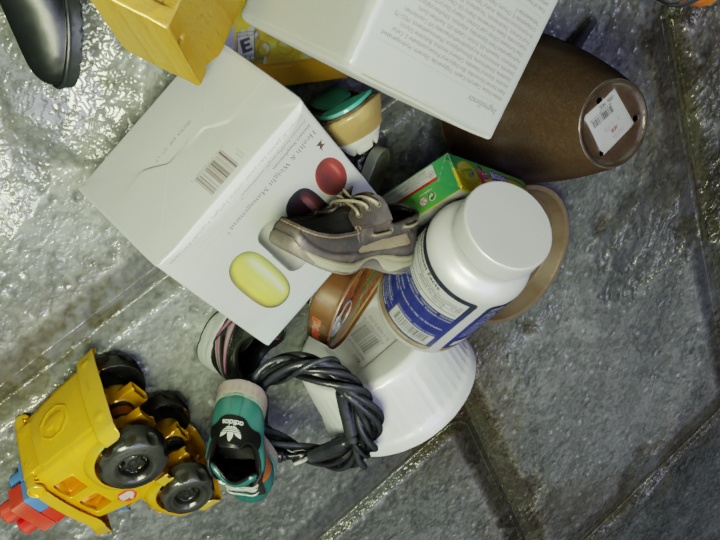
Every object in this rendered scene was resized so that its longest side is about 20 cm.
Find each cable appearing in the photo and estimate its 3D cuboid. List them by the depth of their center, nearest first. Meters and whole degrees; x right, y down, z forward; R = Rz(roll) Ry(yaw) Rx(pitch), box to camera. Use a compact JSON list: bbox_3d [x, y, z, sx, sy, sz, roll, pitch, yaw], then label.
[{"bbox_3d":[-0.054,0.159,1.062,0.201,0.162,0.051,112,0,-47],"label":"cable"}]

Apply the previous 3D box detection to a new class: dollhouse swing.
[{"bbox_3d":[-0.186,-0.296,0.815,0.182,0.175,0.201,79,32,-80],"label":"dollhouse swing"}]

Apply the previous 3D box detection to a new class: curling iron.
[{"bbox_3d":[0.230,-0.240,1.228,0.200,0.026,0.050,-47,130,-7],"label":"curling iron"}]

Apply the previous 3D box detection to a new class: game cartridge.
[{"bbox_3d":[-0.083,-0.280,0.967,0.175,0.032,0.201,-15,123,-31],"label":"game cartridge"}]

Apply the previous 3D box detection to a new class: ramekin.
[{"bbox_3d":[0.026,0.107,1.153,0.200,0.200,0.098,-40,125,-12],"label":"ramekin"}]

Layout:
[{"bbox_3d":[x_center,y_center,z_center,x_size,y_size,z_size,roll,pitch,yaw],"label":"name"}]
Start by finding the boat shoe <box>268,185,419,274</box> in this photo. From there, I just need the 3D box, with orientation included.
[{"bbox_3d":[-0.011,-0.042,0.912,0.200,0.074,0.074,0,112,-59],"label":"boat shoe"}]

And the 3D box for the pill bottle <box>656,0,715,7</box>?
[{"bbox_3d":[0.370,-0.385,1.201,0.199,0.106,0.107,12,106,-40],"label":"pill bottle"}]

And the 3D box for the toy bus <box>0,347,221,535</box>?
[{"bbox_3d":[-0.270,0.210,1.037,0.192,0.136,0.200,-38,135,3],"label":"toy bus"}]

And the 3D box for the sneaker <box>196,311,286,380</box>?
[{"bbox_3d":[-0.104,0.038,1.086,0.080,0.086,0.201,8,109,-40],"label":"sneaker"}]

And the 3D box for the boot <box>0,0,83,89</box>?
[{"bbox_3d":[-0.311,-0.241,0.788,0.162,0.073,0.200,-13,114,-34],"label":"boot"}]

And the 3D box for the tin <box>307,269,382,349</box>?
[{"bbox_3d":[0.000,0.000,1.120,0.200,0.042,0.112,-55,160,-34],"label":"tin"}]

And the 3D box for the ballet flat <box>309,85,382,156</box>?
[{"bbox_3d":[-0.007,-0.147,0.983,0.068,0.200,0.063,-30,107,0],"label":"ballet flat"}]

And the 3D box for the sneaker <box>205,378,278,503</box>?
[{"bbox_3d":[-0.130,0.202,1.041,0.071,0.080,0.201,5,139,6],"label":"sneaker"}]

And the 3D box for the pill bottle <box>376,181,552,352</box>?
[{"bbox_3d":[0.103,-0.002,1.005,0.115,0.116,0.200,-16,163,-30],"label":"pill bottle"}]

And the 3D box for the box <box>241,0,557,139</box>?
[{"bbox_3d":[0.038,-0.254,0.919,0.199,0.199,0.172,19,101,-41],"label":"box"}]

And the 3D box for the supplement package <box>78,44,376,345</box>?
[{"bbox_3d":[-0.114,-0.070,0.950,0.191,0.147,0.200,-49,146,-2],"label":"supplement package"}]

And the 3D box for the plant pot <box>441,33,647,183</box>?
[{"bbox_3d":[0.219,-0.176,1.111,0.186,0.200,0.188,-7,107,-25],"label":"plant pot"}]

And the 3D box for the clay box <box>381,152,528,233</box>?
[{"bbox_3d":[0.110,-0.066,1.091,0.115,0.048,0.199,-31,159,29],"label":"clay box"}]

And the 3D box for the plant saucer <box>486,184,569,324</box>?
[{"bbox_3d":[0.198,-0.024,1.321,0.199,0.029,0.201,-18,124,-28],"label":"plant saucer"}]

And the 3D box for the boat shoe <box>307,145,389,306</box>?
[{"bbox_3d":[-0.031,-0.055,1.113,0.202,0.060,0.072,-67,166,15],"label":"boat shoe"}]
